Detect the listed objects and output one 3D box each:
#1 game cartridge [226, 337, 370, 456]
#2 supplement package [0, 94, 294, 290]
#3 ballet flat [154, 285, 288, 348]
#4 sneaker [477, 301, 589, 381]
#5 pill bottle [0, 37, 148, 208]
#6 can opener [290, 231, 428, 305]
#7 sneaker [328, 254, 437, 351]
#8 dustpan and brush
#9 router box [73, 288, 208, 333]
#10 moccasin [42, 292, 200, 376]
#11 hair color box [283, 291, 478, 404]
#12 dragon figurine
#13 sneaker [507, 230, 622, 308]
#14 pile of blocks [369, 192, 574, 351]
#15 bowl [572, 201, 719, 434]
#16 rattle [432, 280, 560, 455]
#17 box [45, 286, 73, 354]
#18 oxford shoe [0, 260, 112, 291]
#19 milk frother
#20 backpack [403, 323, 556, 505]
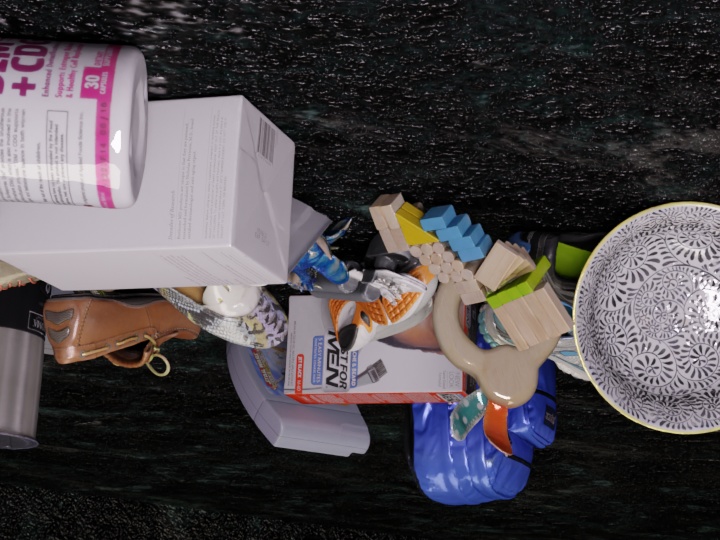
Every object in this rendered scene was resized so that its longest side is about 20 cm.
[{"bbox_3d":[-0.078,0.129,1.929,0.133,0.200,0.042,15,118,-32],"label":"game cartridge"},{"bbox_3d":[-0.165,-0.057,1.321,0.199,0.120,0.121,-2,166,17],"label":"supplement package"},{"bbox_3d":[-0.148,0.002,1.533,0.200,0.072,0.072,33,162,-3],"label":"ballet flat"},{"bbox_3d":[0.227,0.065,1.792,0.200,0.078,0.086,9,160,-23],"label":"sneaker"},{"bbox_3d":[-0.251,-0.103,1.177,0.199,0.114,0.113,3,165,-1],"label":"pill bottle"},{"bbox_3d":[0.000,0.000,1.630,0.053,0.067,0.200,24,165,-28],"label":"can opener"},{"bbox_3d":[0.041,0.020,1.701,0.092,0.076,0.200,-13,170,-26],"label":"sneaker"},{"bbox_3d":[-0.139,-0.047,1.429,0.200,0.140,0.057,30,120,4],"label":"dustpan and brush"},{"bbox_3d":[-0.193,0.012,1.695,0.149,0.062,0.200,2,165,6],"label":"router box"},{"bbox_3d":[-0.213,0.059,1.570,0.073,0.078,0.201,-4,178,22],"label":"moccasin"},{"bbox_3d":[0.022,0.083,1.828,0.199,0.111,0.064,-2,164,17],"label":"hair color box"},{"bbox_3d":[-0.040,-0.020,1.548,0.099,0.059,0.200,8,169,-27],"label":"dragon figurine"},{"bbox_3d":[0.225,0.008,1.580,0.199,0.071,0.083,16,167,-31],"label":"sneaker"},{"bbox_3d":[0.105,-0.017,1.478,0.200,0.062,0.082,37,131,3],"label":"pile of blocks"},{"bbox_3d":[0.280,0.038,1.508,0.200,0.201,0.094,3,-176,0],"label":"bowl"},{"bbox_3d":[0.123,0.088,1.646,0.130,0.201,0.143,3,165,-17],"label":"rattle"},{"bbox_3d":[-0.357,0.057,1.941,0.156,0.041,0.200,9,163,-20],"label":"box"},{"bbox_3d":[-0.310,-0.006,1.547,0.200,0.075,0.070,17,169,9],"label":"oxford shoe"},{"bbox_3d":[-0.429,0.077,1.744,0.200,0.189,0.180,-5,163,27],"label":"milk frother"},{"bbox_3d":[0.133,0.162,1.927,0.167,0.201,0.162,-4,163,26],"label":"backpack"}]
